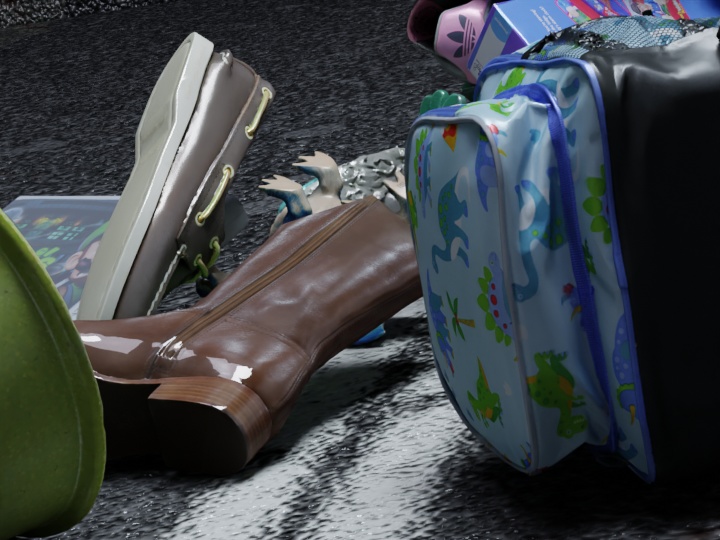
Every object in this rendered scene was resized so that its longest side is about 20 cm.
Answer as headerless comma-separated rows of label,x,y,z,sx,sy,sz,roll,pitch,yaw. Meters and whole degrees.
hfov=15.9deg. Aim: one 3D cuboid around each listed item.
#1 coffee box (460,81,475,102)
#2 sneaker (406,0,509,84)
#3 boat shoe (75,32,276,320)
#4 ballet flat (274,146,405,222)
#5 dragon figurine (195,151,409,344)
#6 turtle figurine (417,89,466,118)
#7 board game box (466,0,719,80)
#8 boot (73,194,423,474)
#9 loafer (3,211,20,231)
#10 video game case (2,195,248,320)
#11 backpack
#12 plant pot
coffee box,0.163,-0.092,1.455,0.200,0.123,0.044,-10,44,52
sneaker,0.061,-0.137,1.399,0.082,0.070,0.200,7,6,-11
boat shoe,-0.097,-0.031,1.355,0.059,0.201,0.072,27,-32,-18
ballet flat,0.041,-0.038,1.513,0.200,0.072,0.072,-20,15,-36
dragon figurine,0.000,0.000,1.352,0.199,0.100,0.059,13,33,32
turtle figurine,0.128,-0.043,1.338,0.200,0.101,0.150,8,3,-39
board game box,0.163,-0.059,1.244,0.134,0.045,0.200,-17,58,-32
boot,-0.076,0.018,1.244,0.186,0.064,0.200,15,37,25
loafer,-0.249,0.038,1.256,0.200,0.072,0.063,-37,15,19
video game case,-0.187,0.013,1.437,0.200,0.023,0.182,1,34,45
backpack,0.097,-0.012,1.055,0.146,0.184,0.200,-11,7,-8
plant pot,-0.236,0.070,1.024,0.200,0.201,0.190,2,31,46
